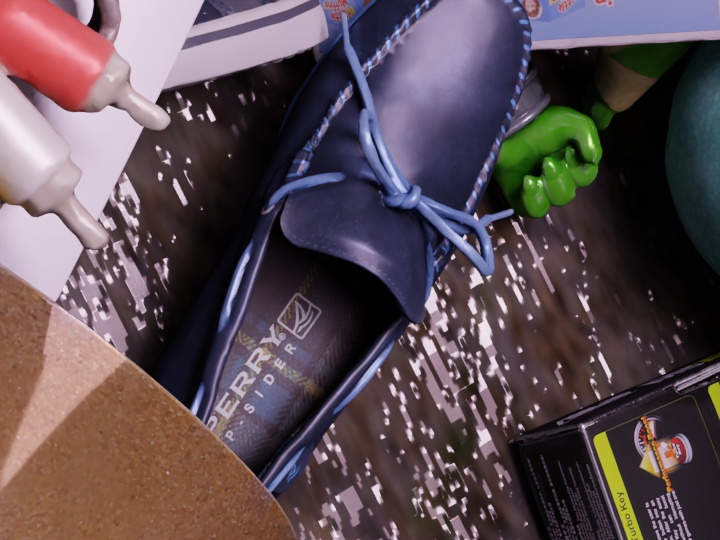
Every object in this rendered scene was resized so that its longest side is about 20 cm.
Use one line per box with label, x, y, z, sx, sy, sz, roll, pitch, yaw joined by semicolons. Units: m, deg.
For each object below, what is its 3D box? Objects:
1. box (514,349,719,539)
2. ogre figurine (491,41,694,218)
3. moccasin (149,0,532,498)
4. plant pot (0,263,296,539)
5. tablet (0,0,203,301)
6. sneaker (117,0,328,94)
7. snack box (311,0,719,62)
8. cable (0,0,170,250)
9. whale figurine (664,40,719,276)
box;0.167;0.118;1.034;0.193;0.047;0.201;-21;92;-32
ogre figurine;0.077;-0.132;0.995;0.120;0.098;0.200;36;107;-15
moccasin;0.000;0.000;0.908;0.080;0.068;0.201;28;87;-17
plant pot;-0.147;0.102;0.782;0.186;0.186;0.200;39;75;-19
tablet;-0.143;-0.088;0.823;0.199;0.014;0.131;30;77;-21
sneaker;-0.102;-0.081;0.891;0.199;0.078;0.080;-16;94;-31
snack box;0.078;-0.107;0.936;0.024;0.199;0.072;-64;149;-63
cable;-0.136;-0.083;0.790;0.200;0.050;0.097;42;77;-20
whale figurine;0.155;-0.074;1.026;0.103;0.159;0.201;2;52;-1
